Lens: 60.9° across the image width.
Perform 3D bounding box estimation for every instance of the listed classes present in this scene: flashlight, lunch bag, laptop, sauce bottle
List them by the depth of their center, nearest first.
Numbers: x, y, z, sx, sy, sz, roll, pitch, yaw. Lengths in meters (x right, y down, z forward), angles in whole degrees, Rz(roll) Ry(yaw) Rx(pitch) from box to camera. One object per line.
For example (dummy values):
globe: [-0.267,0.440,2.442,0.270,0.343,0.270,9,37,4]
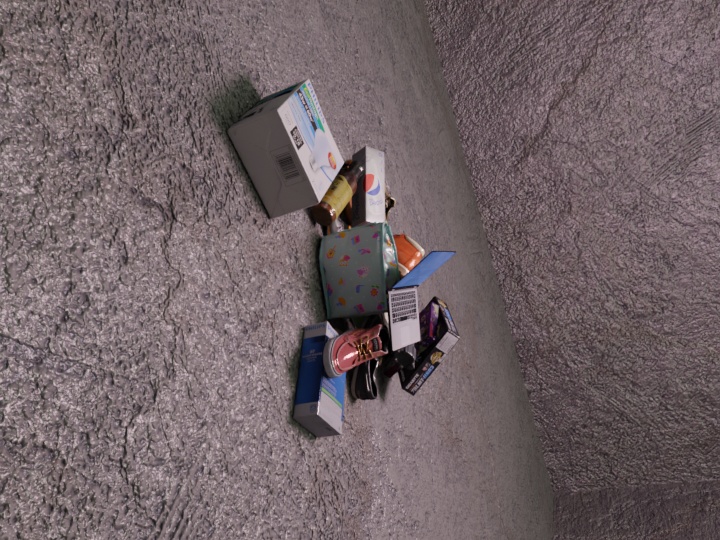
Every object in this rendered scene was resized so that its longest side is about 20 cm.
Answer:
laptop: [0.141,0.064,1.352,0.186,0.113,0.206,-2,88,-65]
lunch bag: [0.000,0.000,1.396,0.121,0.167,0.206,8,73,-65]
sauce bottle: [-0.049,-0.190,1.461,0.067,0.065,0.202,62,41,-31]
flashlight: [0.108,0.157,1.527,0.201,0.066,0.069,-78,170,-61]

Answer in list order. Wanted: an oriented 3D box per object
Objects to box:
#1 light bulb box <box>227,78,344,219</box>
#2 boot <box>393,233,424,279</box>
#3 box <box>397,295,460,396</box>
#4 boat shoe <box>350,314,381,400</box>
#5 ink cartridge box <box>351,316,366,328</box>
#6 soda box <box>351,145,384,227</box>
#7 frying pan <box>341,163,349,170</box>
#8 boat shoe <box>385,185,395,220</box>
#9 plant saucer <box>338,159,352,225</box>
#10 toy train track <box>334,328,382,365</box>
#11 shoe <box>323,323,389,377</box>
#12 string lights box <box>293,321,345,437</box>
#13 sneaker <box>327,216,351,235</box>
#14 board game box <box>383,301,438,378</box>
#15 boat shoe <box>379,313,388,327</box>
light bulb box: [-0.144,-0.250,1.248,0.201,0.122,0.201,65,26,-26]
boot: [0.070,-0.062,1.580,0.108,0.198,0.075,-50,158,-16]
box: [0.167,0.193,1.606,0.049,0.200,0.201,33,17,-16]
boat shoe: [0.030,0.201,1.428,0.072,0.062,0.205,24,74,-50]
ink cartridge box: [0.041,0.118,1.600,0.200,0.047,0.148,-45,122,-38]
soda box: [0.019,-0.205,1.554,0.062,0.068,0.205,11,72,-34]
frying pan: [-0.069,-0.244,1.506,0.188,0.030,0.118,23,63,-47]
boat shoe: [0.063,-0.182,1.677,0.072,0.075,0.203,56,29,-39]
plant saucer: [-0.013,-0.196,1.650,0.199,0.037,0.205,-13,91,-69]
toy train track: [-0.012,0.182,1.449,0.199,0.032,0.117,38,63,-48]
shoe: [-0.004,0.157,1.251,0.200,0.089,0.073,-30,105,-69]
string lights box: [-0.076,0.219,1.238,0.103,0.058,0.204,52,32,-45]
sneaker: [-0.020,-0.064,1.508,0.201,0.076,0.079,57,32,-37]
board game box: [0.131,0.182,1.599,0.032,0.200,0.121,33,39,-13]
boat shoe: [0.032,0.080,1.505,0.072,0.059,0.207,-72,150,-73]
